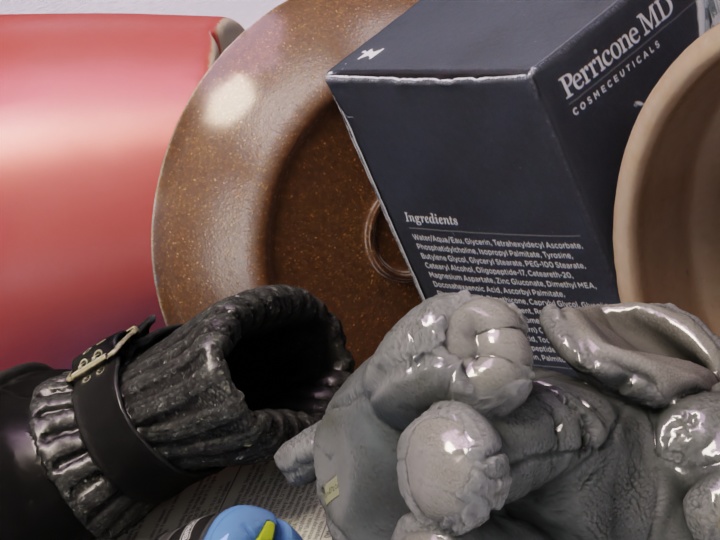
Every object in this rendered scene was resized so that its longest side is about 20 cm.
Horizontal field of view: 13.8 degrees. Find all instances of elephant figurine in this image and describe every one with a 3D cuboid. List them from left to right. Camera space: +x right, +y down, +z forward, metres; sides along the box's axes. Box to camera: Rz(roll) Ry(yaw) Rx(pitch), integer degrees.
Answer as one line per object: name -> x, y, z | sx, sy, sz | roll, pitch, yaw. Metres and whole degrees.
elephant figurine -> 0.095, 0.075, 1.017 | 0.200, 0.142, 0.155 | -2, 50, -21

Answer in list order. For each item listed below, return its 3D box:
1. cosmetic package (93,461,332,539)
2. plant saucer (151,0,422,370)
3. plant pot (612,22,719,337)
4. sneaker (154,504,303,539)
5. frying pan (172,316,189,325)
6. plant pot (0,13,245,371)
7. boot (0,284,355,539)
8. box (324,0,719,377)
cosmetic package -> -0.064, 0.128, 1.154 | 0.200, 0.073, 0.104 | -15, 24, 23
plant saucer -> 0.011, -0.018, 1.209 | 0.200, 0.201, 0.037 | -34, 25, -22
plant pot -> 0.218, -0.017, 1.067 | 0.200, 0.200, 0.175 | -2, 14, 43
sneaker -> -0.081, 0.173, 1.033 | 0.083, 0.071, 0.200 | -9, 49, 52
frying pan -> 0.006, -0.016, 1.247 | 0.031, 0.115, 0.190 | 27, 14, 34
plant pot -> -0.131, -0.031, 1.348 | 0.177, 0.201, 0.200 | -8, 25, 12
boot -> -0.104, 0.077, 1.097 | 0.158, 0.079, 0.211 | -13, 22, 30
box -> 0.121, -0.043, 1.183 | 0.124, 0.197, 0.200 | 3, 35, 49
